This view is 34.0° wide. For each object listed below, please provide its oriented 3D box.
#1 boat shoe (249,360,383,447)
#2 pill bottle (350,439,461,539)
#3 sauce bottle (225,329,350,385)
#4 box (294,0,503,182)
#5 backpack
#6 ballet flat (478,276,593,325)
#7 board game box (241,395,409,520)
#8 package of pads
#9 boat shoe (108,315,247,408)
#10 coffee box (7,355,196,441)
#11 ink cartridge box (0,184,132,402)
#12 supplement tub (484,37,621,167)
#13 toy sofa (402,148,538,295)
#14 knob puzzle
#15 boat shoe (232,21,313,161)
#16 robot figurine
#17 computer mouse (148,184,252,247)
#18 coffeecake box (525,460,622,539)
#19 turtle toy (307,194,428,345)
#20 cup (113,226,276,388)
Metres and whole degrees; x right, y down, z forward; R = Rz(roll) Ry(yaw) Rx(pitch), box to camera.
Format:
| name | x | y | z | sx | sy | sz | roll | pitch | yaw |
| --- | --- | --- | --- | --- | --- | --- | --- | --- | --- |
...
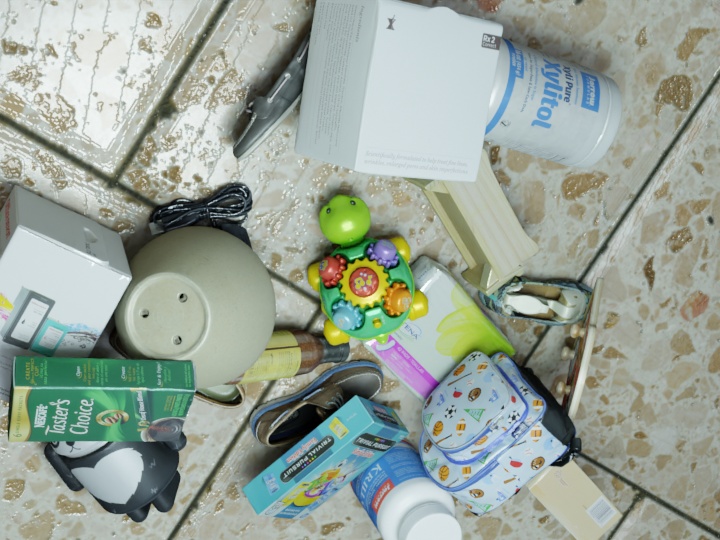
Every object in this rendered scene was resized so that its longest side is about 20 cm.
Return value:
| name | x | y | z | sx | sy | sz | roll | pitch | yaw |
| --- | --- | --- | --- | --- | --- | --- | --- | --- | --- |
| boat shoe | -0.051 | 0.193 | 1.612 | 0.199 | 0.072 | 0.073 | -27 | 115 | -10 |
| pill bottle | 0.065 | 0.321 | 1.629 | 0.111 | 0.200 | 0.113 | -6 | 110 | -18 |
| sauce bottle | -0.101 | 0.111 | 1.545 | 0.199 | 0.066 | 0.067 | -1 | 110 | -40 |
| box | 0.046 | -0.220 | 1.423 | 0.198 | 0.130 | 0.202 | 2 | 102 | -38 |
| backpack | 0.169 | 0.220 | 1.572 | 0.154 | 0.200 | 0.191 | 34 | 101 | -23 |
| ballet flat | 0.265 | 0.049 | 1.680 | 0.198 | 0.074 | 0.075 | 5 | 107 | -22 |
| board game box | -0.044 | 0.257 | 1.588 | 0.200 | 0.047 | 0.151 | -40 | 157 | 8 |
| package of pads | 0.106 | 0.095 | 1.637 | 0.155 | 0.068 | 0.200 | -45 | 118 | 0 |
| boat shoe | -0.227 | 0.120 | 1.520 | 0.199 | 0.074 | 0.076 | 28 | 98 | -26 |
| coffee box | -0.294 | 0.148 | 1.326 | 0.198 | 0.044 | 0.123 | 4 | 142 | -19 |
| ink cartridge box | -0.383 | 0.034 | 1.384 | 0.145 | 0.147 | 0.201 | 26 | 102 | -25 |
| supplement tub | 0.224 | -0.219 | 1.535 | 0.199 | 0.132 | 0.133 | 12 | 104 | -23 |
| toy sofa | 0.150 | -0.075 | 1.585 | 0.097 | 0.083 | 0.201 | -38 | 117 | -8 |
| knob puzzle | 0.293 | 0.137 | 1.634 | 0.030 | 0.220 | 0.221 | 14 | 105 | 6 |
| boat shoe | -0.099 | -0.223 | 1.457 | 0.057 | 0.067 | 0.200 | 43 | 85 | -8 |
| robot figurine | -0.311 | 0.229 | 1.499 | 0.150 | 0.125 | 0.201 | -41 | 118 | -17 |
| computer mouse | -0.183 | 0.002 | 1.506 | 0.137 | 0.053 | 0.202 | -17 | 113 | -14 |
| coffeecake box | 0.263 | 0.283 | 1.688 | 0.073 | 0.200 | 0.154 | -44 | 117 | 0 |
| turtle toy | 0.000 | 0.000 | 1.529 | 0.145 | 0.101 | 0.202 | -18 | 80 | 1 |
| cup | -0.209 | 0.049 | 1.391 | 0.198 | 0.143 | 0.202 | 0 | 93 | 5 |
